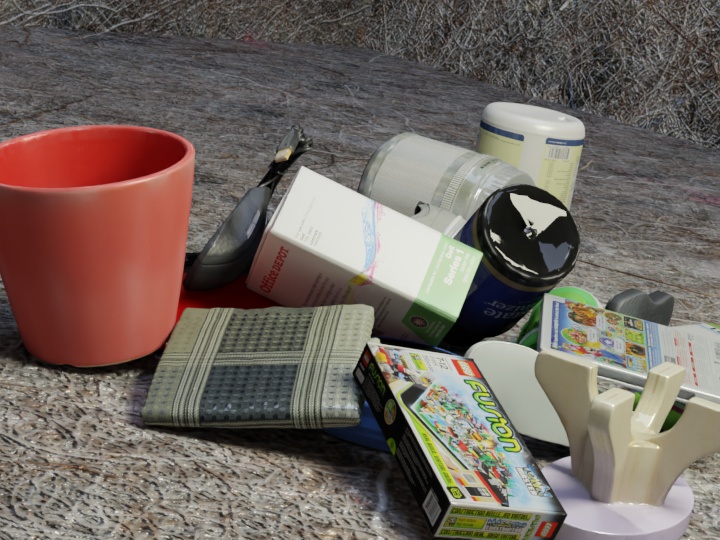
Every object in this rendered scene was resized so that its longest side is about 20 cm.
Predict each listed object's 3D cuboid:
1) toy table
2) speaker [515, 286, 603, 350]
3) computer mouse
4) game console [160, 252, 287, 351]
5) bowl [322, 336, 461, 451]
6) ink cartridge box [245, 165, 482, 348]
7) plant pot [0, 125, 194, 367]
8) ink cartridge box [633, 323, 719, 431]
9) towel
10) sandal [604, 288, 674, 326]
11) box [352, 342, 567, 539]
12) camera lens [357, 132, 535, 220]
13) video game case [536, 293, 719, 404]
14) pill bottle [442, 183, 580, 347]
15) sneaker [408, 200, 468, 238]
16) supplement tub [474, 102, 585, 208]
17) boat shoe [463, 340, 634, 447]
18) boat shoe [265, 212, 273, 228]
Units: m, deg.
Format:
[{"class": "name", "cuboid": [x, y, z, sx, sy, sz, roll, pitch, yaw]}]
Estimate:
[{"class": "toy table", "cuboid": [0.219, 0.147, 1.270, 0.182, 0.118, 0.200, 15, 14, 15]}, {"class": "speaker", "cuboid": [0.208, 0.076, 1.591, 0.088, 0.089, 0.200, 13, 16, 10]}, {"class": "computer mouse", "cuboid": [-0.100, -0.059, 1.532, 0.046, 0.141, 0.200, 35, 41, -2]}, {"class": "game console", "cuboid": [-0.148, 0.046, 1.589, 0.198, 0.120, 0.172, 3, -15, -29]}, {"class": "bowl", "cuboid": [0.034, 0.110, 1.415, 0.199, 0.040, 0.201, 9, 17, -3]}, {"class": "ink cartridge box", "cuboid": [0.000, 0.000, 1.511, 0.199, 0.084, 0.145, 26, -26, -2]}, {"class": "plant pot", "cuboid": [-0.245, -0.021, 1.403, 0.198, 0.179, 0.201, -1, 22, 0]}, {"class": "ink cartridge box", "cuboid": [0.338, 0.116, 1.550, 0.199, 0.076, 0.147, -1, 18, -39]}, {"class": "towel", "cuboid": [-0.083, 0.086, 1.355, 0.191, 0.035, 0.200, -2, 25, 7]}, {"class": "sandal", "cuboid": [0.312, 0.057, 1.779, 0.043, 0.077, 0.200, 19, 6, 25]}, {"class": "box", "cuboid": [0.076, 0.137, 1.237, 0.109, 0.035, 0.200, 10, 30, -28]}, {"class": "camera lens", "cuboid": [0.105, -0.079, 1.960, 0.199, 0.161, 0.159, 19, 17, 31]}, {"class": "video game case", "cuboid": [0.266, 0.079, 1.461, 0.198, 0.018, 0.143, 16, 22, 3]}, {"class": "pill bottle", "cuboid": [0.138, 0.002, 1.600, 0.111, 0.113, 0.200, 5, -27, -18]}, {"class": "sneaker", "cuboid": [0.044, -0.011, 1.696, 0.082, 0.075, 0.200, 34, 40, 14]}, {"class": "supplement tub", "cuboid": [0.220, -0.118, 2.108, 0.144, 0.202, 0.145, 10, 15, -3]}, {"class": "boat shoe", "cuboid": [0.170, 0.121, 1.389, 0.199, 0.071, 0.064, 29, 0, -17]}, {"class": "boat shoe", "cuboid": [-0.024, -0.007, 1.715, 0.199, 0.068, 0.072, 23, 2, -6]}]
